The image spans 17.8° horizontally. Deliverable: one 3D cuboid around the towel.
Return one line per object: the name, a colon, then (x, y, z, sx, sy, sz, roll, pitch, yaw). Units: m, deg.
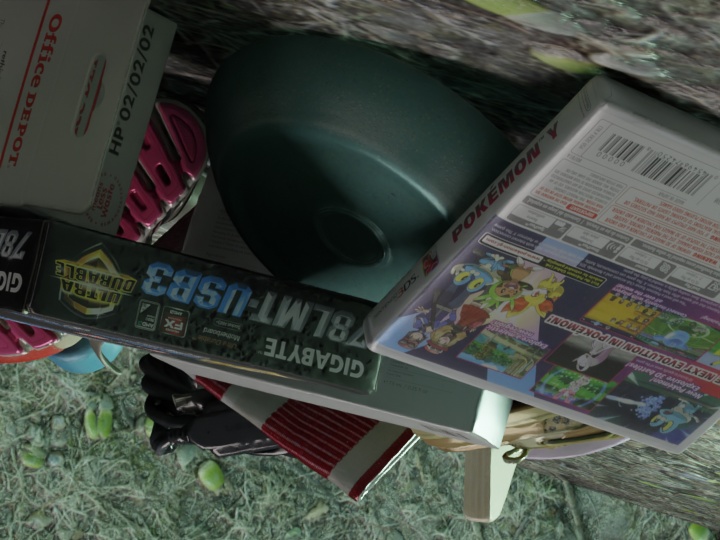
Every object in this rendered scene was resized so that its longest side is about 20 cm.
towel: (-0.034, 0.027, 1.343, 0.200, 0.144, 0.023, 36, 152, 18)

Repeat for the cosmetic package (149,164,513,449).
cosmetic package: (0.000, 0.000, 1.246, 0.199, 0.151, 0.052, 13, 171, 26)

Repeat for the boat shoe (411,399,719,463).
boat shoe: (0.124, 0.072, 1.254, 0.199, 0.063, 0.073, -12, -150, 12)

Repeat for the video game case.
video game case: (0.132, 0.004, 1.077, 0.199, 0.023, 0.182, 20, 131, -31)

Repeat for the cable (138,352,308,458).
cable: (-0.034, 0.061, 1.401, 0.199, 0.051, 0.163, -12, -157, 1)

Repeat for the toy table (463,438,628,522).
toy table: (0.098, 0.067, 1.517, 0.199, 0.185, 0.117, -10, 178, 26)

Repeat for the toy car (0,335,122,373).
toy car: (-0.288, 0.001, 1.514, 0.199, 0.177, 0.184, -24, 154, 7)

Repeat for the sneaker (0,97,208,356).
sneaker: (-0.152, -0.028, 1.323, 0.074, 0.200, 0.087, 44, -161, -2)

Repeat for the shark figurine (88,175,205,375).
shark figurine: (-0.146, -0.040, 1.478, 0.089, 0.215, 0.128, -35, 106, 31)

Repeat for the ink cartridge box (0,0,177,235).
ink cartridge box: (-0.165, -0.082, 1.120, 0.199, 0.116, 0.068, 10, 171, 40)

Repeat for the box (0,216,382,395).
box: (-0.121, 0.011, 1.115, 0.199, 0.050, 0.198, 15, 174, -37)

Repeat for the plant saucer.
plant saucer: (0.002, -0.027, 1.117, 0.199, 0.036, 0.200, 23, 145, 17)
